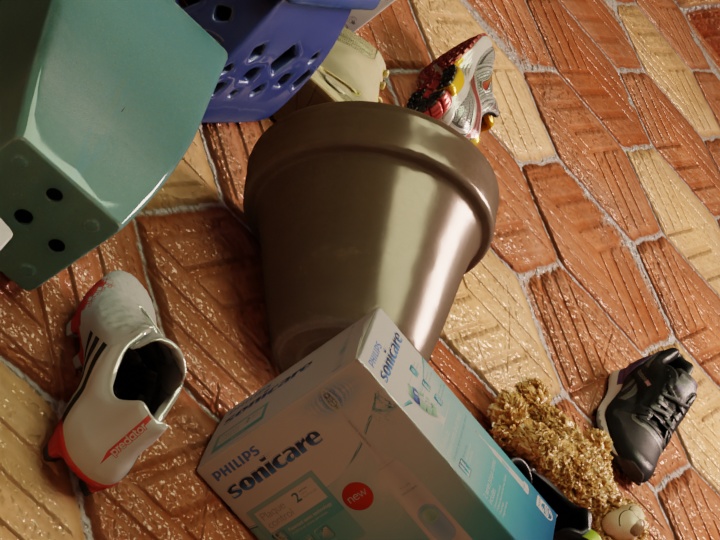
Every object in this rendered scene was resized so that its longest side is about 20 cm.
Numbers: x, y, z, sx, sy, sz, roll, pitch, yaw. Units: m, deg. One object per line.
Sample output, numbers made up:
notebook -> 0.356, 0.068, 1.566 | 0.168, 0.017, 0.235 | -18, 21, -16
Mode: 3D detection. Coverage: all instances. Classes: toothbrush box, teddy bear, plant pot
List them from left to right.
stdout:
plant pot -> -0.197, -0.094, 1.275 | 0.141, 0.141, 0.200 | 44, 32, -25
plant pot -> -0.106, -0.249, 1.602 | 0.200, 0.180, 0.200 | 58, 23, 9
plant pot -> 0.000, 0.000, 1.498 | 0.200, 0.200, 0.175 | 37, 47, -36
toothbrush box -> 0.014, 0.149, 1.328 | 0.200, 0.146, 0.085 | 51, 22, -12
teddy bear -> 0.188, 0.179, 1.736 | 0.145, 0.067, 0.200 | 9, 50, -57

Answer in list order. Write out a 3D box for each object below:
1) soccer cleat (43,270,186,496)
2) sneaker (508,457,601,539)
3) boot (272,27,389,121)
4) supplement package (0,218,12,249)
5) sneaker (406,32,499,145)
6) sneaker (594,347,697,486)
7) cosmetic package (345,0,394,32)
soccer cleat -> -0.142, 0.057, 1.227 | 0.069, 0.085, 0.200 | 45, 25, -22
sneaker -> 0.101, 0.157, 1.486 | 0.200, 0.083, 0.072 | 33, 49, 19
boot -> 0.005, -0.131, 1.798 | 0.200, 0.073, 0.155 | 44, 27, -12
supplement package -> -0.290, 0.009, 0.849 | 0.151, 0.200, 0.152 | 51, 23, -11
sneaker -> 0.106, -0.184, 2.085 | 0.082, 0.078, 0.200 | 52, 32, -16
sneaker -> 0.292, 0.134, 1.976 | 0.076, 0.088, 0.200 | 49, 23, -15
cosmetic package -> -0.067, -0.341, 1.885 | 0.200, 0.123, 0.199 | 42, 26, -25
